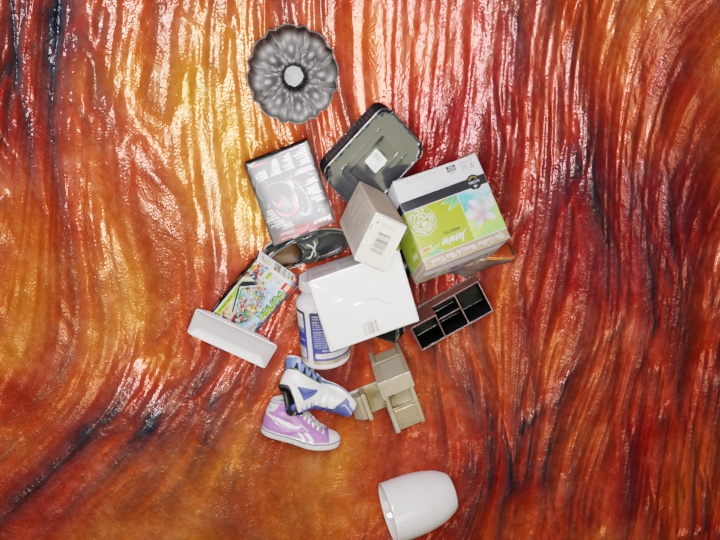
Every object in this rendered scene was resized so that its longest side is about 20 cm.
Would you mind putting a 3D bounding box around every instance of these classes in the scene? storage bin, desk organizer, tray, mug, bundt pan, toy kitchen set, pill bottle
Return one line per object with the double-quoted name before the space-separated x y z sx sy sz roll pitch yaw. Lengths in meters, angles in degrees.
"storage bin" 0.021 -0.240 1.635 0.200 0.094 0.135 -45 110 8
"desk organizer" 0.205 0.100 1.790 0.197 0.077 0.073 -29 111 1
"tray" -0.286 0.147 1.721 0.196 0.023 0.108 26 140 -9
"mug" 0.148 0.593 1.927 0.171 0.150 0.203 -15 141 -12
"bundt pan" -0.135 -0.395 1.564 0.196 0.076 0.208 -3 109 -10
"toy kitchen set" 0.056 0.313 1.782 0.159 0.181 0.204 -21 107 -1
"pill bottle" -0.085 0.107 1.721 0.112 0.116 0.206 -7 111 -7

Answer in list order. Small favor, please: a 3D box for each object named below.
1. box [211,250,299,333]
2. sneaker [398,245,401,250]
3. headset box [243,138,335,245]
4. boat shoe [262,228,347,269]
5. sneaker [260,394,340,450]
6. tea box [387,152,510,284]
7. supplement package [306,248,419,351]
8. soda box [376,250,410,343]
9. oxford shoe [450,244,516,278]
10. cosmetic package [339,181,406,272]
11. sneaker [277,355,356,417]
"box" -0.233 0.058 1.685 0.109 0.035 0.200 33 122 -17
"sneaker" 0.154 -0.115 1.710 0.196 0.075 0.086 -24 111 -1
"headset box" -0.146 -0.157 1.630 0.145 0.075 0.205 -21 103 -2
"boat shoe" -0.117 -0.042 1.693 0.194 0.068 0.074 -13 109 -7
"sneaker" -0.130 0.354 1.824 0.195 0.073 0.117 15 103 -14
"tea box" 0.178 -0.106 1.614 0.196 0.134 0.201 -21 80 -11
"supplement package" 0.003 0.052 1.601 0.195 0.111 0.160 -18 104 -2
"soda box" 0.068 0.056 1.732 0.069 0.063 0.205 15 119 21
"oxford shoe" 0.261 -0.026 1.772 0.194 0.072 0.074 0 129 -5
"cosmetic package" 0.021 -0.091 1.530 0.072 0.201 0.105 22 109 -18
"sneaker" -0.117 0.299 1.777 0.198 0.080 0.117 37 60 -13
